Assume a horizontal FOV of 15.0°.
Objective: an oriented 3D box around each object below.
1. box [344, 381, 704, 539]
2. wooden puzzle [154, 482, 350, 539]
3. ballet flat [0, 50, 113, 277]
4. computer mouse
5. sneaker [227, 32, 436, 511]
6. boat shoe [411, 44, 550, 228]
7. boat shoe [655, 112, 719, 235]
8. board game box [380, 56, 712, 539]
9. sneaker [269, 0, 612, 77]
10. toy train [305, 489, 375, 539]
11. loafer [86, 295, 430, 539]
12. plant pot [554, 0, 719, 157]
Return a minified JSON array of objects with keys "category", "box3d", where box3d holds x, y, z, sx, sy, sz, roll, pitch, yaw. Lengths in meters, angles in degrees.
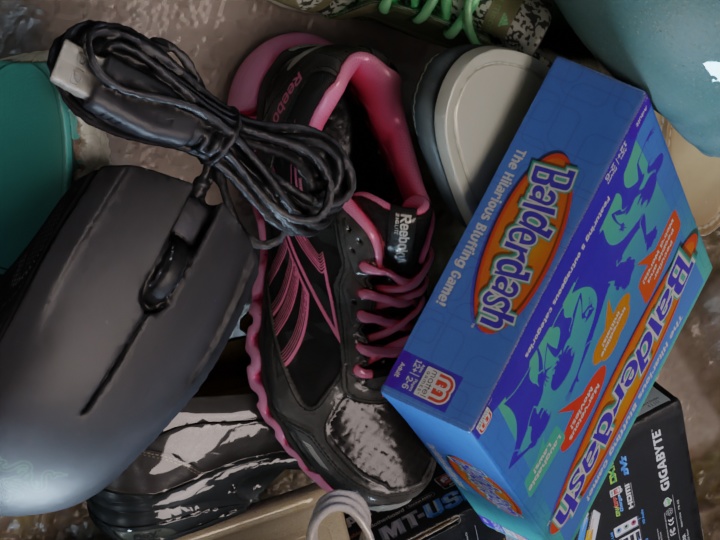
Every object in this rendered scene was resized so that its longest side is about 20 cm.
[{"category":"box","box3d":[0.076,0.173,1.318,0.198,0.050,0.201,-25,123,-18]},{"category":"wooden puzzle","box3d":[-0.077,0.201,1.204,0.184,0.046,0.201,-18,124,-9]},{"category":"ballet flat","box3d":[-0.131,0.000,1.091,0.071,0.072,0.201,-4,117,-33]},{"category":"computer mouse","box3d":[-0.098,0.017,1.031,0.138,0.053,0.200,28,103,-30]},{"category":"sneaker","box3d":[0.000,0.000,1.109,0.079,0.095,0.201,-13,94,-29]},{"category":"boat shoe","box3d":[0.051,-0.048,1.138,0.073,0.062,0.200,-66,156,-5]},{"category":"boat shoe","box3d":[0.164,-0.101,1.229,0.072,0.065,0.201,-8,117,-31]},{"category":"board game box","box3d":[0.083,0.022,1.133,0.153,0.045,0.200,-62,158,-11]},{"category":"sneaker","box3d":[0.041,-0.120,1.120,0.199,0.089,0.077,9,107,-37]},{"category":"toy train","box3d":[0.033,0.173,1.149,0.199,0.056,0.151,25,72,-31]},{"category":"loafer","box3d":[-0.029,0.047,1.172,0.199,0.073,0.073,-24,120,-24]},{"category":"plant pot","box3d":[0.135,-0.165,1.064,0.134,0.200,0.201,31,94,-13]}]
